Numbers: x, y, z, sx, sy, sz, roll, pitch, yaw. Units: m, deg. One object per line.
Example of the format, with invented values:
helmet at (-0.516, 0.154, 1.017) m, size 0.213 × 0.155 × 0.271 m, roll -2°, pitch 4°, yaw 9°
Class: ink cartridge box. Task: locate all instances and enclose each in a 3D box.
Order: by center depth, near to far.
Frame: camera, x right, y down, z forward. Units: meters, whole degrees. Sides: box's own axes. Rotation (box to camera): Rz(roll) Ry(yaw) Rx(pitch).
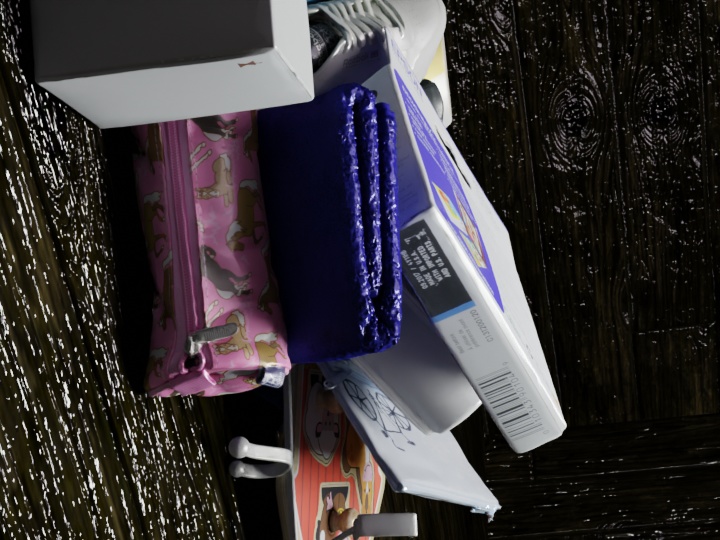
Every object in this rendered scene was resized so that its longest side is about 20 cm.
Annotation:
ink cartridge box at (0.055, -0.021, 1.118) m, size 0.198 × 0.043 × 0.200 m, roll 56°, pitch 15°, yaw -36°

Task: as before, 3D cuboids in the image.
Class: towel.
towel at (-0.040, -0.020, 1.033) m, size 0.200 × 0.050 × 0.148 m, roll -10°, pitch -94°, yaw 58°

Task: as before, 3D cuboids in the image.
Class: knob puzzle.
knob puzzle at (-0.010, 0.150, 1.279) m, size 0.220 × 0.030 × 0.220 m, roll 0°, pitch 90°, yaw -71°

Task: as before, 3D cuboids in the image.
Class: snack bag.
snack bag at (0.016, 0.079, 1.257) m, size 0.200 × 0.021 × 0.189 m, roll 58°, pitch 14°, yaw 23°

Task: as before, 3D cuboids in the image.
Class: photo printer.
photo printer at (0.000, 0.000, 1.209) m, size 0.200 × 0.069 × 0.166 m, roll 47°, pitch 12°, yaw -13°

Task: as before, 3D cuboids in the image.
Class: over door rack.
over door rack at (-0.039, 0.102, 1.100) m, size 0.200 × 0.067 × 0.148 m, roll 146°, pitch -56°, yaw -60°

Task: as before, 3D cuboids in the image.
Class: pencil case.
pencil case at (-0.086, -0.032, 0.983) m, size 0.087 × 0.083 × 0.200 m, roll -12°, pitch -98°, yaw 57°

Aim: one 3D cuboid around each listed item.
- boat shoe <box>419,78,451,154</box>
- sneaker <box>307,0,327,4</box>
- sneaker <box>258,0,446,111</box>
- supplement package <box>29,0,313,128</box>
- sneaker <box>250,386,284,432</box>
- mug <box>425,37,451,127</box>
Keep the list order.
boat shoe at (0.033, -0.082, 1.285) m, size 0.075 × 0.066 × 0.199 m, roll 56°, pitch -8°, yaw 23°
sneaker at (-0.045, -0.202, 1.127) m, size 0.200 × 0.076 × 0.081 m, roll -74°, pitch 146°, yaw -82°
sneaker at (-0.013, -0.138, 1.147) m, size 0.076 × 0.200 × 0.081 m, roll 46°, pitch -34°, yaw 15°
supplement package at (-0.094, -0.182, 0.882) m, size 0.117 × 0.117 × 0.200 m, roll 46°, pitch 38°, yaw -80°
sneaker at (-0.036, 0.072, 1.349) m, size 0.200 × 0.070 × 0.078 m, roll 64°, pitch 28°, yaw -67°
mug at (-0.013, -0.149, 1.344) m, size 0.187 × 0.153 × 0.150 m, roll 75°, pitch 10°, yaw -71°
